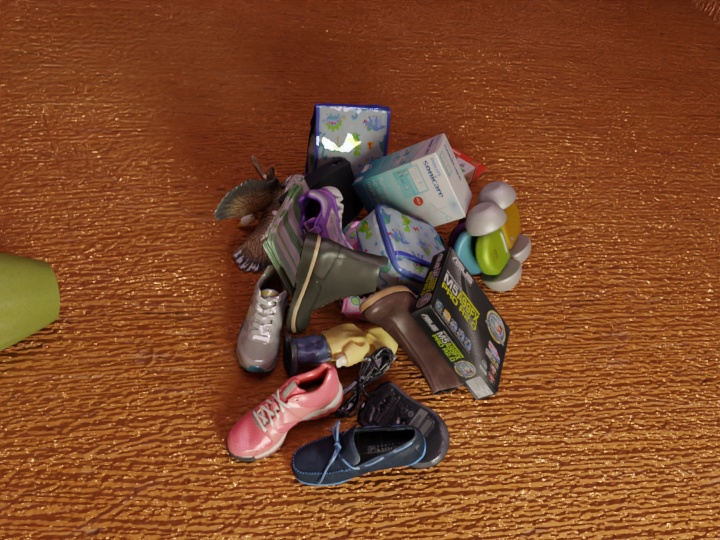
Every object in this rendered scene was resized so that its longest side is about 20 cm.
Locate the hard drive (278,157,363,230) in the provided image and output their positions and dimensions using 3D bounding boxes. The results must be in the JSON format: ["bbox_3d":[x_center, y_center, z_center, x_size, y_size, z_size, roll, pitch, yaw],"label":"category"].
[{"bbox_3d":[-0.070,-0.130,1.273,0.041,0.138,0.199,2,32,40],"label":"hard drive"}]

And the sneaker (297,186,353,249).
[{"bbox_3d":[-0.066,-0.054,1.114,0.088,0.079,0.207,8,65,-57],"label":"sneaker"}]

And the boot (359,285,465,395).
[{"bbox_3d":[0.091,0.116,1.028,0.197,0.072,0.170,9,51,-51],"label":"boot"}]

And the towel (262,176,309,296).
[{"bbox_3d":[-0.106,-0.054,1.137,0.023,0.155,0.203,-12,34,24],"label":"towel"}]

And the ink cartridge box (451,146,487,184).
[{"bbox_3d":[0.225,-0.253,1.541,0.108,0.051,0.198,34,47,23],"label":"ink cartridge box"}]

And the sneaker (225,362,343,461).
[{"bbox_3d":[-0.114,0.196,0.933,0.197,0.088,0.074,-30,54,-24],"label":"sneaker"}]

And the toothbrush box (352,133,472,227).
[{"bbox_3d":[0.105,-0.161,1.272,0.195,0.149,0.086,-15,29,31],"label":"toothbrush box"}]

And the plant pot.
[{"bbox_3d":[-0.563,0.049,0.945,0.196,0.191,0.187,-11,44,-45],"label":"plant pot"}]

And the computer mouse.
[{"bbox_3d":[0.058,0.225,0.975,0.138,0.053,0.199,-42,57,-15],"label":"computer mouse"}]

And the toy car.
[{"bbox_3d":[0.250,-0.066,1.286,0.146,0.179,0.201,-7,31,33],"label":"toy car"}]

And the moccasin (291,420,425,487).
[{"bbox_3d":[-0.007,0.245,0.898,0.193,0.069,0.082,-15,51,0],"label":"moccasin"}]

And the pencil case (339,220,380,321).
[{"bbox_3d":[0.000,0.000,1.187,0.084,0.089,0.204,6,44,-7],"label":"pencil case"}]

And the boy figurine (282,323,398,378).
[{"bbox_3d":[-0.032,0.127,1.056,0.193,0.067,0.124,-3,16,-22],"label":"boy figurine"}]

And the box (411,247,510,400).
[{"bbox_3d":[0.175,0.088,1.078,0.202,0.044,0.162,52,39,-18],"label":"box"}]

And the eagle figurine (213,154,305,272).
[{"bbox_3d":[-0.189,-0.112,1.234,0.148,0.153,0.202,25,30,-7],"label":"eagle figurine"}]

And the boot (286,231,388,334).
[{"bbox_3d":[-0.043,0.041,1.020,0.134,0.203,0.079,14,46,-5],"label":"boot"}]

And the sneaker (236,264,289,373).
[{"bbox_3d":[-0.163,0.079,1.063,0.074,0.082,0.204,9,43,-6],"label":"sneaker"}]

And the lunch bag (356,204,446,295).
[{"bbox_3d":[0.090,-0.021,1.168,0.197,0.082,0.165,21,43,-42],"label":"lunch bag"}]

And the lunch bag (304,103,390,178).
[{"bbox_3d":[-0.029,-0.265,1.377,0.164,0.204,0.130,-1,43,-14],"label":"lunch bag"}]
